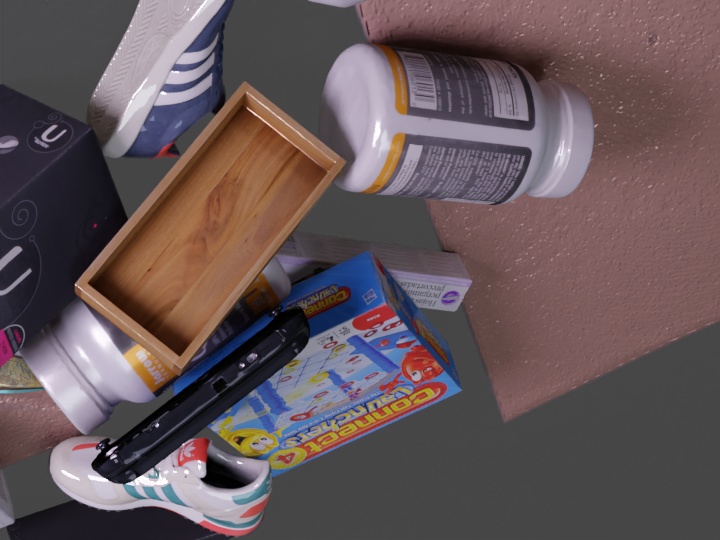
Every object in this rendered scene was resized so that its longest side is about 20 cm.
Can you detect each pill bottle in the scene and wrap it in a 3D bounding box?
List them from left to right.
[{"bbox_3d":[-0.163,0.030,1.365,0.200,0.116,0.117,-38,136,-6],"label":"pill bottle"},{"bbox_3d":[0.076,-0.112,1.374,0.199,0.117,0.117,5,128,-26],"label":"pill bottle"}]

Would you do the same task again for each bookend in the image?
[{"bbox_3d":[-0.208,0.297,1.641,0.199,0.092,0.199,-18,136,-9],"label":"bookend"}]

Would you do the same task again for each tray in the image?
[{"bbox_3d":[-0.110,-0.032,1.289,0.200,0.099,0.037,-52,179,-16],"label":"tray"}]

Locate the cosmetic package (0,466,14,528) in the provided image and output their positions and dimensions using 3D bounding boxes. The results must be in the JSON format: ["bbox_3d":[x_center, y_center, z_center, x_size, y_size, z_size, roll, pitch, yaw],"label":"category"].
[{"bbox_3d":[-0.402,0.207,1.467,0.199,0.074,0.102,-18,162,-6],"label":"cosmetic package"}]

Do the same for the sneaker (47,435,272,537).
[{"bbox_3d":[-0.170,0.170,1.523,0.199,0.071,0.094,16,138,-9],"label":"sneaker"}]

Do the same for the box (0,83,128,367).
[{"bbox_3d":[-0.276,-0.018,1.254,0.200,0.106,0.123,-47,143,-27],"label":"box"}]

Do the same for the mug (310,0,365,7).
[{"bbox_3d":[0.005,-0.275,1.208,0.153,0.187,0.149,-26,169,13],"label":"mug"}]

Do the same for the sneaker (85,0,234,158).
[{"bbox_3d":[-0.124,-0.162,1.281,0.084,0.075,0.200,10,131,-39],"label":"sneaker"}]

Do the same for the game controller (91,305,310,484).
[{"bbox_3d":[-0.121,0.094,1.343,0.200,0.104,0.042,-37,95,-3],"label":"game controller"}]

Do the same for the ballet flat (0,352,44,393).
[{"bbox_3d":[-0.251,0.067,1.440,0.199,0.071,0.071,4,128,-26],"label":"ballet flat"}]

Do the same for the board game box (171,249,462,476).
[{"bbox_3d":[-0.037,0.086,1.505,0.199,0.056,0.196,-26,147,11],"label":"board game box"}]

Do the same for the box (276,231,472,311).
[{"bbox_3d":[0.000,0.000,1.497,0.199,0.042,0.039,7,128,-29],"label":"box"}]
